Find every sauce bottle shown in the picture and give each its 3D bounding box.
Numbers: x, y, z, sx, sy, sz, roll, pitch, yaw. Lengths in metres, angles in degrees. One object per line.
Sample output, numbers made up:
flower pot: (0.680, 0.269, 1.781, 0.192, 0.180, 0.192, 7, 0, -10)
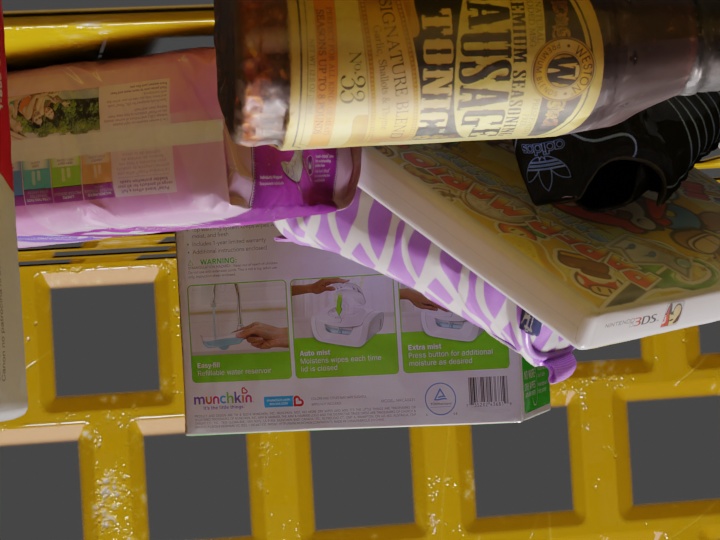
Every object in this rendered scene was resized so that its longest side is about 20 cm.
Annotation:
sauce bottle: (0.052, -0.077, 0.680, 0.198, 0.067, 0.066, -5, 179, -10)

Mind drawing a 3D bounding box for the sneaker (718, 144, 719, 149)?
sneaker: (0.233, -0.039, 1.056, 0.076, 0.081, 0.200, 3, -157, -25)

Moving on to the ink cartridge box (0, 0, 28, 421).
ink cartridge box: (-0.201, -0.022, 0.553, 0.143, 0.147, 0.200, -4, 178, 18)

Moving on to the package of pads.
package of pads: (-0.109, -0.053, 0.908, 0.198, 0.077, 0.120, -4, -179, 28)

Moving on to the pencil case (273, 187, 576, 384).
pencil case: (0.040, -0.020, 1.035, 0.084, 0.086, 0.199, -20, -143, -41)

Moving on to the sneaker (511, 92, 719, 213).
sneaker: (0.126, -0.065, 0.924, 0.070, 0.079, 0.199, -5, 177, 38)

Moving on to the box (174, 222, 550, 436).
box: (0.000, 0.000, 1.166, 0.198, 0.178, 0.097, -4, 179, 15)

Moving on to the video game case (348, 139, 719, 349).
video game case: (0.097, -0.033, 0.949, 0.181, 0.023, 0.200, -9, -144, -42)
